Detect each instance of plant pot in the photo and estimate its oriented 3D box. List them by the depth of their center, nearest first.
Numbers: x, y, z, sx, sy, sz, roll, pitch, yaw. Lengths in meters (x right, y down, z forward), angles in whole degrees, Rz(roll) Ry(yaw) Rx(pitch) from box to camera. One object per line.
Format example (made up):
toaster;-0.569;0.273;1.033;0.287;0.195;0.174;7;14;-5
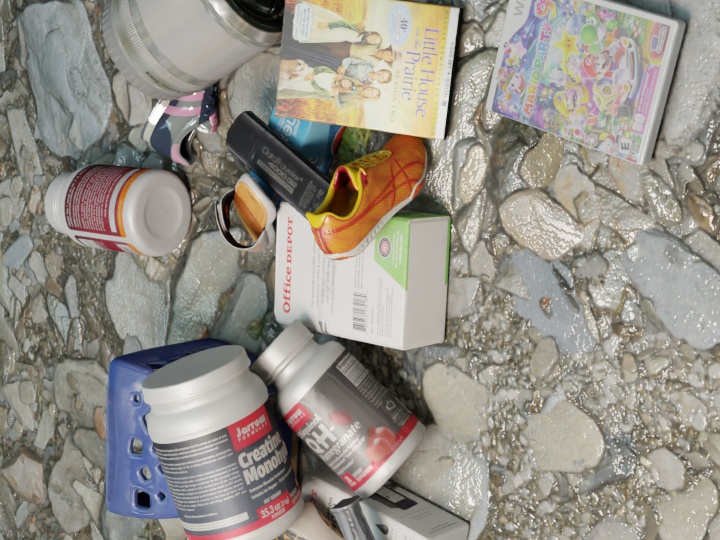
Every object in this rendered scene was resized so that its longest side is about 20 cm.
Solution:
plant pot;-0.186;0.206;1.755;0.178;0.199;0.203;11;102;34

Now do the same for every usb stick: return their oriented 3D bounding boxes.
usb stick;-0.088;-0.117;1.630;0.200;0.032;0.056;42;108;35

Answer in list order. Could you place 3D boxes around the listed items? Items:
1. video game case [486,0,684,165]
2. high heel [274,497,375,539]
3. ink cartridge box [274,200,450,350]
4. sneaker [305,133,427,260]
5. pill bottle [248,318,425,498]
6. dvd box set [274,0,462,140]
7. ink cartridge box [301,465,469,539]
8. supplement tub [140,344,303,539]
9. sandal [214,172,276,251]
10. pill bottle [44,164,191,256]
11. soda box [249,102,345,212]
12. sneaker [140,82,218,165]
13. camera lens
video game case;0.224;-0.206;1.441;0.199;0.018;0.145;26;113;37
high heel;-0.042;0.340;1.624;0.199;0.071;0.144;-18;97;48
ink cartridge box;0.000;0.000;1.632;0.198;0.083;0.148;10;102;40
sneaker;0.013;-0.096;1.542;0.072;0.201;0.078;2;130;35
pill bottle;-0.030;0.153;1.620;0.200;0.111;0.111;44;124;1
dvd box set;0.008;-0.230;1.570;0.197;0.029;0.149;10;103;11
ink cartridge box;0.017;0.330;1.663;0.198;0.083;0.147;22;110;37
supplement tub;-0.154;0.199;1.574;0.139;0.140;0.203;-8;105;41
sandal;-0.144;-0.064;1.693;0.080;0.059;0.207;52;170;7
pill bottle;-0.328;-0.084;1.891;0.198;0.112;0.115;8;101;40
soda box;-0.063;-0.173;1.675;0.064;0.067;0.202;39;119;30
sneaker;-0.201;-0.223;1.804;0.082;0.070;0.201;39;121;4
camera lens;-0.183;-0.303;1.634;0.199;0.159;0.162;-25;80;37
